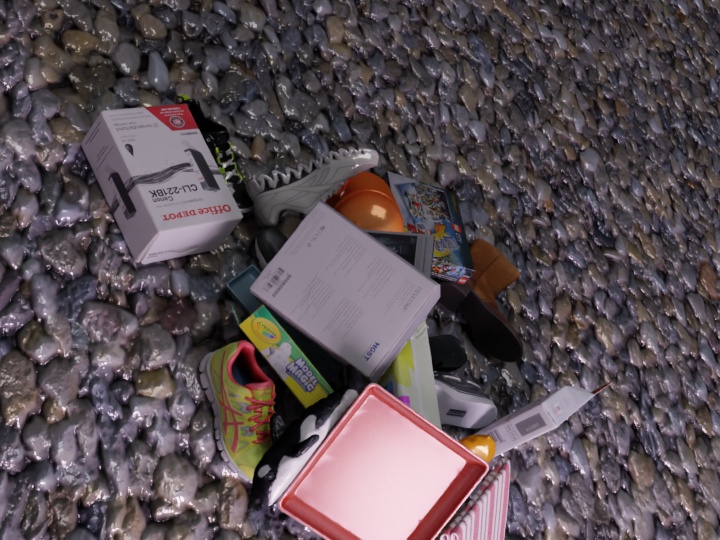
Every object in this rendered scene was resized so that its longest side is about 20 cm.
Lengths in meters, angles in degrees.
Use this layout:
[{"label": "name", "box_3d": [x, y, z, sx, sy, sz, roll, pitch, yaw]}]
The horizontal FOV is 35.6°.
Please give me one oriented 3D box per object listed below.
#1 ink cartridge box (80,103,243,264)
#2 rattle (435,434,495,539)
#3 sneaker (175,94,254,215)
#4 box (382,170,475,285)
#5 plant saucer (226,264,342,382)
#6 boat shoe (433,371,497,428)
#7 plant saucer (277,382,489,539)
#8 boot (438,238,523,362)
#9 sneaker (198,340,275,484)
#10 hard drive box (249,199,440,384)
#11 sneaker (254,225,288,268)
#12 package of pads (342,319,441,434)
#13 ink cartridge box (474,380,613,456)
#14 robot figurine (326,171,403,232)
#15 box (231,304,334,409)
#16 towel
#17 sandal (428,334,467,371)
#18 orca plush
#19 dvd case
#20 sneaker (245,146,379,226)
[{"label": "ink cartridge box", "box_3d": [-0.274, -0.123, 1.549, 0.144, 0.084, 0.200, -13, 70, -42]}, {"label": "rattle", "box_3d": [0.102, 0.323, 1.505, 0.200, 0.143, 0.130, -27, 94, -55]}, {"label": "sneaker", "box_3d": [-0.219, -0.169, 1.644, 0.200, 0.083, 0.072, 51, 40, 3]}, {"label": "box", "box_3d": [0.108, -0.072, 1.862, 0.136, 0.038, 0.200, 17, 39, -22]}, {"label": "plant saucer", "box_3d": [-0.110, 0.083, 1.592, 0.200, 0.019, 0.070, 48, 39, 1]}, {"label": "boat shoe", "box_3d": [0.119, 0.184, 1.682, 0.200, 0.072, 0.068, 15, 31, -35]}, {"label": "plant saucer", "box_3d": [0.028, 0.267, 1.422, 0.200, 0.200, 0.037, 36, 5, -15]}, {"label": "boot", "box_3d": [0.228, 0.049, 1.909, 0.188, 0.069, 0.200, 38, 33, 7]}, {"label": "sneaker", "box_3d": [-0.141, 0.180, 1.430, 0.078, 0.090, 0.200, -8, 66, -47]}, {"label": "hard drive box", "box_3d": [-0.019, 0.030, 1.477, 0.200, 0.077, 0.156, 36, 81, 12]}, {"label": "sneaker", "box_3d": [-0.069, 0.003, 1.642, 0.200, 0.085, 0.074, 47, 39, -2]}, {"label": "package of pads", "box_3d": [0.039, 0.172, 1.551, 0.068, 0.155, 0.200, 14, 50, -25]}, {"label": "ink cartridge box", "box_3d": [0.278, 0.216, 1.730, 0.200, 0.162, 0.057, -30, 86, -50]}, {"label": "robot figurine", "box_3d": [0.002, -0.082, 1.724, 0.116, 0.144, 0.200, -3, 24, -7]}, {"label": "box", "box_3d": [-0.100, 0.119, 1.501, 0.048, 0.117, 0.200, -41, 88, -7]}, {"label": "towel", "box_3d": [0.155, 0.362, 1.533, 0.030, 0.147, 0.200, 16, 29, 25]}, {"label": "sandal", "box_3d": [0.100, 0.128, 1.725, 0.200, 0.048, 0.075, -12, 68, -48]}, {"label": "orca plush", "box_3d": [-0.078, 0.192, 1.388, 0.071, 0.105, 0.200, 37, 80, 8]}, {"label": "dvd case", "box_3d": [0.000, 0.000, 1.572, 0.199, 0.025, 0.151, 5, 46, 4]}, {"label": "sneaker", "box_3d": [-0.064, -0.124, 1.637, 0.075, 0.200, 0.081, 37, 34, -84]}]
